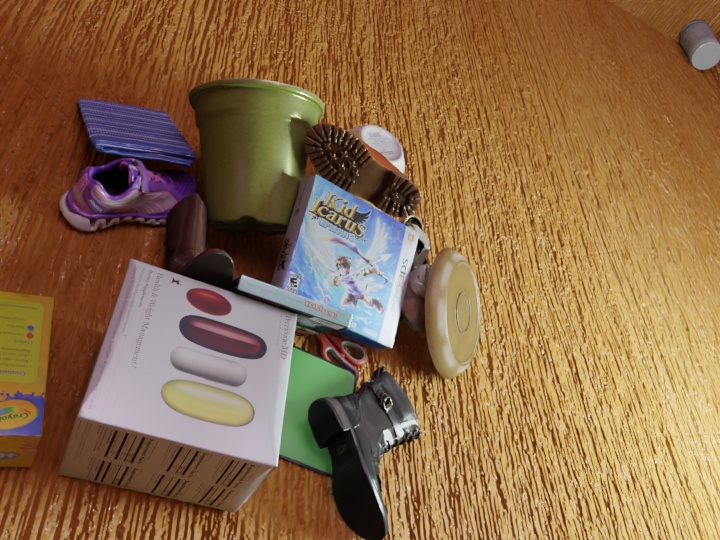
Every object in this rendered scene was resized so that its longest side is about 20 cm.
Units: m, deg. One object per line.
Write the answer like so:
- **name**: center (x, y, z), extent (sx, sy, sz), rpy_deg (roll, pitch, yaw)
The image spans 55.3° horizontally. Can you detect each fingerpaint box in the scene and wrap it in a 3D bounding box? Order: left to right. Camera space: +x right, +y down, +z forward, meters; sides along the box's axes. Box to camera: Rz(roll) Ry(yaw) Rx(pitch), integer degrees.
- **fingerpaint box**: center (-0.419, 0.101, 0.680), extent (0.197, 0.074, 0.169), rpy_deg (9, 48, -29)

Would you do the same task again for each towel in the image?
- **towel**: center (-0.332, -0.204, 1.006), extent (0.143, 0.024, 0.200), rpy_deg (5, 27, -31)

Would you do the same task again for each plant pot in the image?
- **plant pot**: center (-0.154, -0.152, 0.995), extent (0.197, 0.199, 0.188), rpy_deg (6, 83, -31)
- **plant pot**: center (0.150, 0.066, 1.064), extent (0.199, 0.027, 0.205), rpy_deg (4, 85, -61)

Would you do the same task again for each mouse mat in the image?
- **mouse mat**: center (-0.100, 0.166, 0.897), extent (0.197, 0.008, 0.163), rpy_deg (26, 47, -16)

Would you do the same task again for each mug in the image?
- **mug**: center (-0.003, -0.148, 1.145), extent (0.148, 0.154, 0.188), rpy_deg (28, 42, -13)

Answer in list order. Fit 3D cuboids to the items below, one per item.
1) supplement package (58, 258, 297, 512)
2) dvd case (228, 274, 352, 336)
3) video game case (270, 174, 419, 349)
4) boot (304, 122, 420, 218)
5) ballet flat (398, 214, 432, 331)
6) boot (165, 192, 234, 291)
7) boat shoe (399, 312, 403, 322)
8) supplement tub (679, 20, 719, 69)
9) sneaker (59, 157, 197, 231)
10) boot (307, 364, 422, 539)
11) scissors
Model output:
- **supplement package**: center (-0.193, 0.130, 0.754), extent (0.197, 0.147, 0.194), rpy_deg (19, 48, -19)
- **dvd case**: center (-0.109, 0.049, 0.871), extent (0.144, 0.199, 0.022), rpy_deg (21, 76, -18)
- **video game case**: center (-0.018, -0.008, 0.971), extent (0.198, 0.045, 0.184), rpy_deg (26, 69, -30)
- **boot**: center (-0.006, -0.157, 1.010), extent (0.199, 0.075, 0.108), rpy_deg (32, 18, -29)
- **ballet flat**: center (0.085, -0.005, 1.060), extent (0.067, 0.067, 0.203), rpy_deg (16, 48, -36)
- **boot**: center (-0.210, -0.037, 0.873), extent (0.063, 0.186, 0.203), rpy_deg (23, 45, -29)
- **boat shoe**: center (0.000, 0.000, 1.076), extent (0.201, 0.072, 0.060), rpy_deg (45, 37, 4)
- **supplement tub**: center (1.481, -0.984, 2.993), extent (0.130, 0.132, 0.202), rpy_deg (21, 44, -18)
- **sneaker**: center (-0.306, -0.114, 0.945), extent (0.198, 0.089, 0.081), rpy_deg (-17, 62, -45)
- **boot**: center (0.029, 0.229, 0.898), extent (0.173, 0.069, 0.203), rpy_deg (-5, 68, -52)
- **scissors**: center (-0.069, 0.081, 0.997), extent (0.200, 0.014, 0.073), rpy_deg (44, 43, 3)
